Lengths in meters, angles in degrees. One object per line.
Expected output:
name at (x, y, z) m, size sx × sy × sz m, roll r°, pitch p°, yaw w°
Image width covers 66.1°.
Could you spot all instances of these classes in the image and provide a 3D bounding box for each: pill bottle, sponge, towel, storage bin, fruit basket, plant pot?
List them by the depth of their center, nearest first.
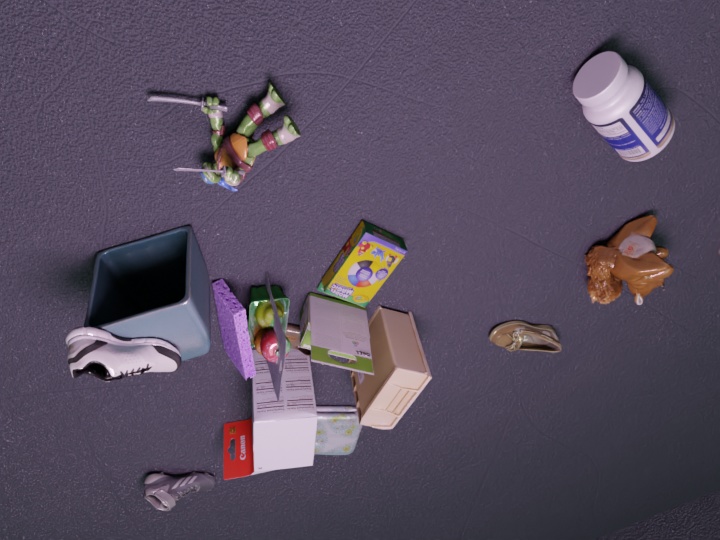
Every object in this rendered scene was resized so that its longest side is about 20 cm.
pill bottle at (0.483, -0.301, 1.020) m, size 0.197 × 0.117 × 0.116 m, roll 30°, pitch 118°, yaw -33°
plant pot at (-0.380, 0.075, 1.068) m, size 0.190 × 0.199 × 0.203 m, roll -16°, pitch 137°, yaw 0°
fruit basket at (-0.180, 0.138, 1.161) m, size 0.091 × 0.202 × 0.189 m, roll -9°, pitch 132°, yaw -25°
sponge at (-0.272, 0.130, 1.188) m, size 0.029 × 0.111 × 0.204 m, roll -24°, pitch 136°, yaw -27°
storage bin at (0.057, 0.227, 1.291) m, size 0.091 × 0.203 × 0.201 m, roll 15°, pitch 125°, yaw -23°
towel at (-0.092, 0.447, 1.537) m, size 0.194 × 0.049 × 0.174 m, roll 4°, pitch 128°, yaw -17°

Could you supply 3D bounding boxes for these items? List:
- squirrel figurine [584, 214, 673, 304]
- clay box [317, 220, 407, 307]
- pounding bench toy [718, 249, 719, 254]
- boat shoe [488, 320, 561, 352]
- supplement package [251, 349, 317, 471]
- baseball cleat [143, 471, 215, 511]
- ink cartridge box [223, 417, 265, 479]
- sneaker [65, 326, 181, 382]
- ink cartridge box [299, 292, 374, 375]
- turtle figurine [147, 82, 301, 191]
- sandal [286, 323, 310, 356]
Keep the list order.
squirrel figurine at (0.634, 0.000, 1.318) m, size 0.195 × 0.145 × 0.187 m, roll -19°, pitch 143°, yaw 21°
clay box at (0.000, 0.000, 1.191) m, size 0.113 × 0.048 × 0.202 m, roll 20°, pitch 121°, yaw -28°
pounding bench toy at (1.007, -0.015, 1.332) m, size 0.152 × 0.203 × 0.126 m, roll 13°, pitch 126°, yaw -24°
boat shoe at (0.430, 0.181, 1.438) m, size 0.195 × 0.064 × 0.075 m, roll 7°, pitch 128°, yaw -19°
supplement package at (-0.186, 0.326, 1.312) m, size 0.142 × 0.203 × 0.195 m, roll -1°, pitch 131°, yaw -12°
baseball cleat at (-0.500, 0.616, 1.533) m, size 0.194 × 0.108 × 0.071 m, roll 8°, pitch 123°, yaw -23°
ink cartridge box at (-0.255, 0.428, 1.404) m, size 0.193 × 0.162 × 0.048 m, roll -9°, pitch 134°, yaw -6°
sneaker at (-0.405, 0.160, 0.953) m, size 0.196 × 0.081 × 0.074 m, roll 15°, pitch 131°, yaw -36°
ink cartridge box at (-0.056, 0.156, 1.196) m, size 0.144 × 0.203 × 0.077 m, roll 16°, pitch 126°, yaw -17°
turtle figurine at (-0.208, -0.220, 0.896) m, size 0.191 × 0.146 × 0.201 m, roll -31°, pitch 133°, yaw 8°
sandal at (-0.119, 0.168, 1.295) m, size 0.194 × 0.055 × 0.082 m, roll 5°, pitch 128°, yaw -18°
